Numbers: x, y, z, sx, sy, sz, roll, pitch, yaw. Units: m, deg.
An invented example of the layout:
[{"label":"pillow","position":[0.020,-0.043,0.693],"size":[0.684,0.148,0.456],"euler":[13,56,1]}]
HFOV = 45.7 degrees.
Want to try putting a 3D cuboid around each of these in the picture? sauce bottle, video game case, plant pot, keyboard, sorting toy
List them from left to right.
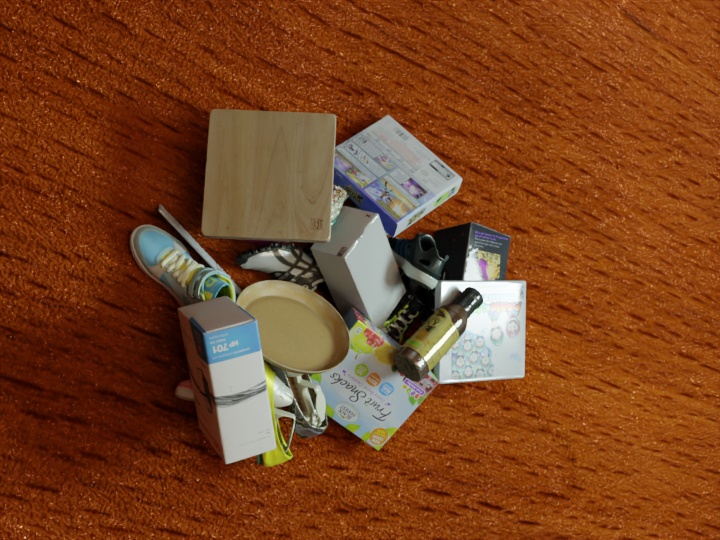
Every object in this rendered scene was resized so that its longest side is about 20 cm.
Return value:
[{"label":"keyboard","position":[-0.260,-0.030,1.398],"size":[0.011,0.056,0.200],"euler":[-43,108,-5]},{"label":"sorting toy","position":[-0.140,-0.143,1.345],"size":[0.196,0.070,0.202],"euler":[2,80,0]},{"label":"plant pot","position":[-0.111,0.095,1.380],"size":[0.198,0.028,0.201],"euler":[19,36,-14]},{"label":"video game case","position":[0.054,-0.176,1.565],"size":[0.181,0.046,0.200],"euler":[-34,68,-32]},{"label":"sauce bottle","position":[0.139,0.104,1.470],"size":[0.200,0.064,0.065],"euler":[-43,107,-31]},{"label":"video game case","position":[0.221,0.110,1.565],"size":[0.198,0.024,0.184],"euler":[0,91,-30]}]

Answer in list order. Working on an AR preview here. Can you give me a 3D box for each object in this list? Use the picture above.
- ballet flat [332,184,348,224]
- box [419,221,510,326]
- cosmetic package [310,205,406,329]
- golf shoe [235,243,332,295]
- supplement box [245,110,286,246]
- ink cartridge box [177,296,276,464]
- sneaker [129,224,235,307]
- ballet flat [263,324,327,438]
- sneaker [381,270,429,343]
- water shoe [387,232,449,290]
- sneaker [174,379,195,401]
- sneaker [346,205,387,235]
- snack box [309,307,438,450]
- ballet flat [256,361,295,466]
[{"label":"ballet flat","position":[-0.063,-0.123,1.465],"size":[0.075,0.200,0.064],"euler":[-28,103,8]},{"label":"box","position":[0.201,0.022,1.646],"size":[0.105,0.122,0.202],"euler":[17,75,-28]},{"label":"cosmetic package","position":[0.000,0.000,1.493],"size":[0.113,0.081,0.201],"euler":[-52,139,-30]},{"label":"golf shoe","position":[-0.118,0.003,1.471],"size":[0.198,0.078,0.096],"euler":[1,84,-32]},{"label":"supplement box","position":[-0.159,-0.151,1.449],"size":[0.103,0.101,0.202],"euler":[10,78,-31]},{"label":"ink cartridge box","position":[-0.195,0.156,1.251],"size":[0.085,0.146,0.202],"euler":[-13,107,-24]},{"label":"sneaker","position":[-0.269,0.001,1.341],"size":[0.200,0.130,0.080],"euler":[48,65,-19]},{"label":"ballet flat","position":[-0.098,0.178,1.395],"size":[0.072,0.072,0.202],"euler":[-26,103,-32]},{"label":"sneaker","position":[0.078,0.068,1.585],"size":[0.071,0.083,0.201],"euler":[36,66,-24]},{"label":"water shoe","position":[0.105,-0.031,1.548],"size":[0.071,0.200,0.079],"euler":[30,99,-28]},{"label":"sneaker","position":[-0.208,0.167,1.394],"size":[0.199,0.075,0.106],"euler":[10,80,-37]},{"label":"sneaker","position":[0.012,-0.090,1.562],"size":[0.199,0.088,0.075],"euler":[-17,95,-32]},{"label":"snack box","position":[0.008,0.191,1.493],"size":[0.200,0.068,0.169],"euler":[39,97,-22]},{"label":"ballet flat","position":[-0.138,0.221,1.358],"size":[0.066,0.067,0.202],"euler":[-3,111,-1]}]
